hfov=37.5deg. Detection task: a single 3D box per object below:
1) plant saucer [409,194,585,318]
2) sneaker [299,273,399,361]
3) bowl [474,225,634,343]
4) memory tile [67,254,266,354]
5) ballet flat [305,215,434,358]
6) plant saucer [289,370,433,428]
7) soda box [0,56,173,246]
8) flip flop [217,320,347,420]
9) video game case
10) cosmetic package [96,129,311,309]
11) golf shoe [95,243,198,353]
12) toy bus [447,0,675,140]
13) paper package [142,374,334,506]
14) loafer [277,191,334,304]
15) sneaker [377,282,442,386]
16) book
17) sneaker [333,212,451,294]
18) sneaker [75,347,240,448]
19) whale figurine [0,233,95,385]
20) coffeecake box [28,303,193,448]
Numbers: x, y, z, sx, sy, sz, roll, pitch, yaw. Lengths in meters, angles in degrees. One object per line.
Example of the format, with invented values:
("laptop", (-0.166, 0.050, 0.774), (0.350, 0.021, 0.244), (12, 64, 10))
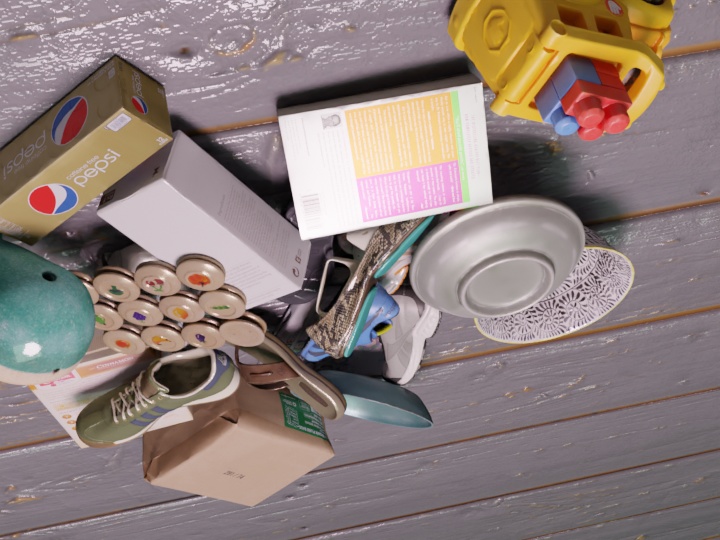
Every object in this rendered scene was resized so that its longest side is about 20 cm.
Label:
("plant saucer", (0.155, 0.001, 1.160), (0.200, 0.050, 0.200), (-9, 141, -7))
("sneaker", (-0.014, 0.073, 1.265), (0.078, 0.066, 0.200), (30, 147, -6))
("bowl", (0.224, -0.003, 1.302), (0.201, 0.094, 0.201), (-10, 147, -7))
("memory tile", (-0.212, 0.042, 1.126), (0.200, 0.017, 0.153), (-7, 142, 20))
("ballet flat", (0.000, 0.000, 1.142), (0.200, 0.075, 0.068), (-59, 171, 15))
("plant saucer", (0.005, 0.171, 1.433), (0.200, 0.036, 0.200), (13, 164, 4))
("soda box", (-0.270, -0.107, 0.988), (0.200, 0.068, 0.064), (-31, 143, 23))
("flip flop", (-0.108, 0.130, 1.319), (0.200, 0.058, 0.081), (39, 155, -4))
("video game case", (-0.014, 0.083, 1.399), (0.200, 0.024, 0.182), (4, 142, -26))
("cosmetic package", (-0.154, -0.044, 1.071), (0.102, 0.074, 0.200), (-20, 134, 32))
("golf shoe", (-0.208, 0.031, 1.210), (0.097, 0.078, 0.200), (-29, 145, 10))
("toy bus", (0.204, -0.187, 0.944), (0.200, 0.192, 0.136), (5, 140, -29))
("paper package", (-0.172, 0.237, 1.493), (0.191, 0.104, 0.200), (-35, 141, 27))
("loafer", (-0.061, -0.034, 1.184), (0.072, 0.063, 0.200), (6, 146, -7))
("sneaker", (0.049, 0.076, 1.341), (0.079, 0.074, 0.200), (11, 142, -3))
("book", (0.026, -0.112, 1.058), (0.200, 0.048, 0.134), (-11, 113, -3))
("sneaker", (0.028, -0.041, 1.196), (0.092, 0.076, 0.200), (10, 138, -25))
("sneaker", (-0.241, 0.136, 1.217), (0.200, 0.067, 0.090), (-21, 155, -6))
("whale figurine", (-0.336, 0.013, 1.020), (0.159, 0.200, 0.104), (-10, 145, -50))
("coffeecake box", (-0.310, 0.131, 1.312), (0.153, 0.073, 0.200), (-14, 146, -1))
